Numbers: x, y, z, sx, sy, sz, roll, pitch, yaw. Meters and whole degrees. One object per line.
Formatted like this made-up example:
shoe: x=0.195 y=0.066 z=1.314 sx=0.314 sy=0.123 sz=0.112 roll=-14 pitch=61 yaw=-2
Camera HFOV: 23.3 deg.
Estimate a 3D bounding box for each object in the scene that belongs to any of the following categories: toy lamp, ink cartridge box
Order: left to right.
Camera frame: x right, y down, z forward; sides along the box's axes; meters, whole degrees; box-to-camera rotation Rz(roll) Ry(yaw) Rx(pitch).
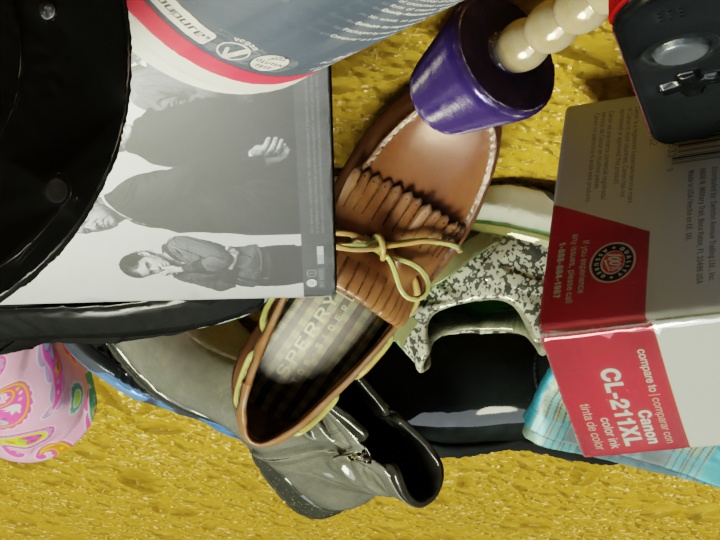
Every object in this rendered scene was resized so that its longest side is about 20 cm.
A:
toy lamp: x=0.092 y=-0.108 z=0.692 sx=0.058 sy=0.058 sz=0.200 roll=25 pitch=146 yaw=-29
ink cartridge box: x=0.184 y=-0.008 z=0.724 sx=0.199 sy=0.146 sz=0.083 roll=-7 pitch=131 yaw=20

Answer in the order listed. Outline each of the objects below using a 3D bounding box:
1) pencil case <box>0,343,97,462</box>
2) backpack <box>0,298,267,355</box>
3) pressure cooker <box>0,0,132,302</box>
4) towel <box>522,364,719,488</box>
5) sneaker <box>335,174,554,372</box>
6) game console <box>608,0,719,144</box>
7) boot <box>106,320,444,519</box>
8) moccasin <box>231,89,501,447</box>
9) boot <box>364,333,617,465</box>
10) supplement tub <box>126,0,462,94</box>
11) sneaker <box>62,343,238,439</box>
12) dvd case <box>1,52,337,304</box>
pencil case: x=-0.214 y=0.040 z=1.026 sx=0.087 sy=0.088 sz=0.200 roll=4 pitch=151 yaw=9
backpack: x=-0.129 y=-0.033 z=0.822 sx=0.199 sy=0.154 sz=0.163 roll=7 pitch=147 yaw=32
pressure cooker: x=-0.185 y=-0.063 z=0.551 sx=0.179 sy=0.176 sz=0.200 roll=41 pitch=162 yaw=-30
towel: x=0.183 y=0.029 z=0.870 sx=0.146 sy=0.022 sz=0.201 roll=16 pitch=126 yaw=-14
sneaker: x=0.019 y=0.006 z=0.887 sx=0.199 sy=0.089 sz=0.077 roll=0 pitch=151 yaw=17
game console: x=0.195 y=-0.097 z=0.633 sx=0.199 sy=0.031 sz=0.177 roll=-12 pitch=160 yaw=13
boot: x=-0.046 y=0.060 z=0.968 sx=0.200 sy=0.068 sz=0.131 roll=42 pitch=153 yaw=-11
moccasin: x=-0.001 y=-0.001 z=0.821 sx=0.074 sy=0.078 sz=0.202 roll=36 pitch=111 yaw=-11
boot: x=0.107 y=0.051 z=0.967 sx=0.197 sy=0.074 sz=0.163 roll=10 pitch=153 yaw=-12
supplement tub: x=0.004 y=-0.149 z=0.545 sx=0.140 sy=0.141 sz=0.199 roll=30 pitch=146 yaw=-35
sneaker: x=-0.099 y=0.066 z=1.062 sx=0.199 sy=0.066 sz=0.078 roll=21 pitch=154 yaw=-22
dvd case: x=-0.110 y=-0.047 z=0.701 sx=0.199 sy=0.025 sz=0.151 roll=-1 pitch=133 yaw=-1
